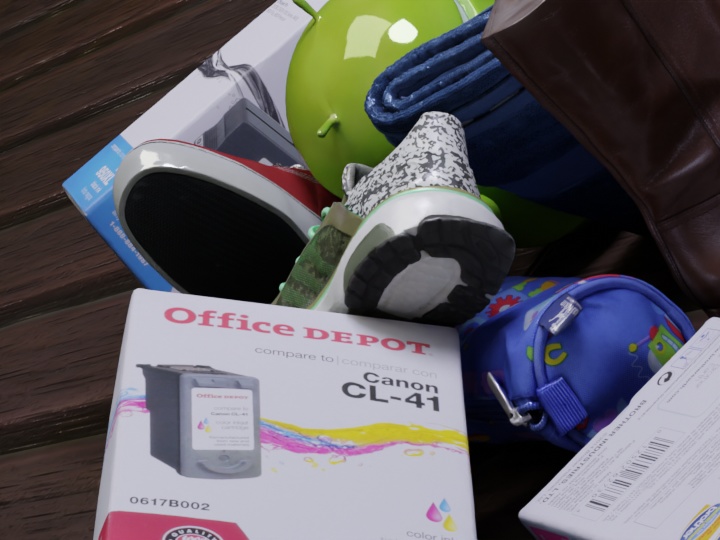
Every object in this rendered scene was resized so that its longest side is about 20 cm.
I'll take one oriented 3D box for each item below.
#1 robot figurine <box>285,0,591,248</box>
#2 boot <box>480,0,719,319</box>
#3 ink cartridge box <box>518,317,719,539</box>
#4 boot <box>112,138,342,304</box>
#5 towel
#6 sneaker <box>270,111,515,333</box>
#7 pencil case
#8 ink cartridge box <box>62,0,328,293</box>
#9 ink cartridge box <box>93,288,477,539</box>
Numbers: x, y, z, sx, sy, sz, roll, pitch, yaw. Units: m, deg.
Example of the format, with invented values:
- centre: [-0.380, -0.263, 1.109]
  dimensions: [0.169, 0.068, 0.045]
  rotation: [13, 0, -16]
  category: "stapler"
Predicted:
- centre: [0.049, -0.078, 1.296]
  dimensions: [0.116, 0.199, 0.176]
  rotation: [-37, 53, 38]
  category: "robot figurine"
- centre: [0.163, -0.096, 1.101]
  dimensions: [0.186, 0.200, 0.064]
  rotation: [-43, 20, -11]
  category: "boot"
- centre: [0.150, 0.075, 0.979]
  dimensions: [0.119, 0.042, 0.200]
  rotation: [-44, 15, -14]
  category: "ink cartridge box"
- centre: [-0.034, -0.037, 1.330]
  dimensions: [0.072, 0.199, 0.145]
  rotation: [-50, 26, 32]
  category: "boot"
- centre: [0.104, -0.063, 1.192]
  dimensions: [0.111, 0.200, 0.049]
  rotation: [-29, 59, 37]
  category: "towel"
- centre: [0.000, 0.000, 1.159]
  dimensions: [0.200, 0.077, 0.089]
  rotation: [-39, 38, 44]
  category: "sneaker"
- centre: [0.066, 0.042, 1.164]
  dimensions: [0.087, 0.078, 0.200]
  rotation: [-29, 11, -23]
  category: "pencil case"
- centre: [-0.047, -0.053, 1.519]
  dimensions: [0.200, 0.145, 0.084]
  rotation: [-41, 19, -3]
  category: "ink cartridge box"
- centre: [-0.032, 0.101, 1.043]
  dimensions: [0.200, 0.147, 0.086]
  rotation: [-92, 11, -55]
  category: "ink cartridge box"
